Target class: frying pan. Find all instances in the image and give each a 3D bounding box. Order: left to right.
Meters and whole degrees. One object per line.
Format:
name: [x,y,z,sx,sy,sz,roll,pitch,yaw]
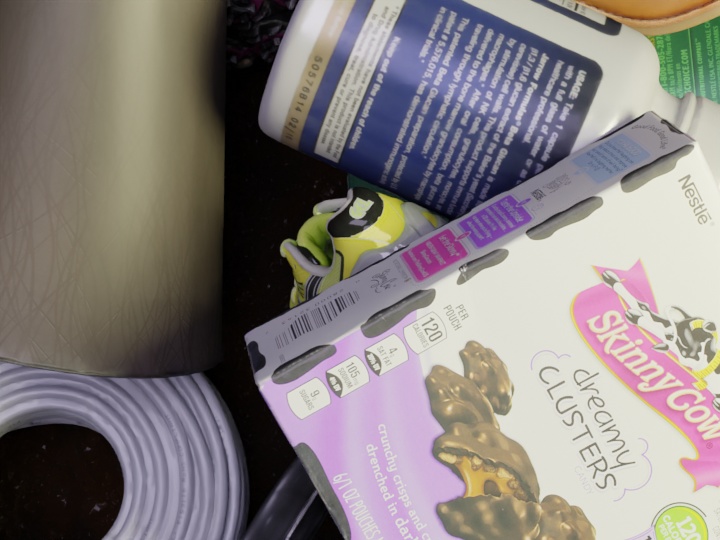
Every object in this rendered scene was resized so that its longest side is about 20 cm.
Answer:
frying pan: [-0.020,0.097,1.005,0.031,0.115,0.191,30,117,8]

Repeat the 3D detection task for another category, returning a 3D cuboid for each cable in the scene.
cable: [-0.156,0.112,1.054,0.200,0.069,0.200,43,79,11]

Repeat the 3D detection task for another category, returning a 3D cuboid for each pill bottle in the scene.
pill bottle: [0.064,-0.072,0.945,0.199,0.111,0.112,25,90,1]

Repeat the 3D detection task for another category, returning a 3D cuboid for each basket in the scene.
basket: [-0.135,-0.071,0.984,0.179,0.136,0.201,12,106,2]

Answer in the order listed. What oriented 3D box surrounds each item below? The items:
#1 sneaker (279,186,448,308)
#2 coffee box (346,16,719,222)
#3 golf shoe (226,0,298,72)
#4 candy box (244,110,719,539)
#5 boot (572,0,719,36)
sneaker: [0.000,0.000,0.993,0.076,0.200,0.076,42,69,-7]
coffee box: [0.090,-0.081,1.053,0.199,0.044,0.124,-7,81,11]
golf shoe: [-0.094,-0.143,1.072,0.199,0.073,0.093,-15,66,21]
candy box: [0.079,0.057,0.877,0.199,0.072,0.168,-29,106,0]
boot: [0.102,-0.187,0.974,0.199,0.077,0.156,-9,116,21]
